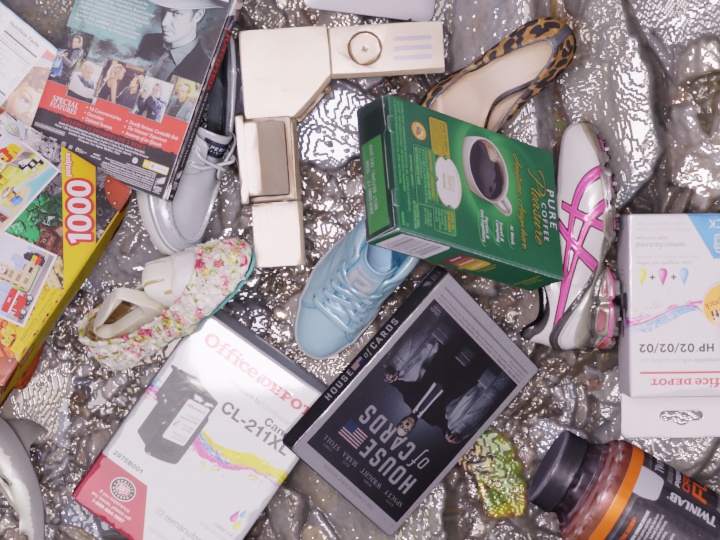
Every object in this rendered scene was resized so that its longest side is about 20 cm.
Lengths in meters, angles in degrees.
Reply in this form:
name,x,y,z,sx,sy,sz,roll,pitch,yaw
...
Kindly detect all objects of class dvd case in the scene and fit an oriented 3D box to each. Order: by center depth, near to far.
name,x,y,z,sx,sy,sz,roll,pitch,yaw
dvd case,-0.186,-0.172,1.497,0.145,0.022,0.201,19,91,21
dvd case,0.045,0.114,1.553,0.200,0.025,0.150,-48,125,-5

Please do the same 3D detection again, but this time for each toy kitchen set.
name,x,y,z,sx,sy,sz,roll,pitch,yaw
toy kitchen set,-0.014,-0.107,1.521,0.179,0.163,0.201,-4,92,-1

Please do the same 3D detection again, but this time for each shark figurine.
name,x,y,z,sx,sy,sz,roll,pitch,yaw
shark figurine,-0.299,0.174,1.571,0.128,0.089,0.215,-38,83,34

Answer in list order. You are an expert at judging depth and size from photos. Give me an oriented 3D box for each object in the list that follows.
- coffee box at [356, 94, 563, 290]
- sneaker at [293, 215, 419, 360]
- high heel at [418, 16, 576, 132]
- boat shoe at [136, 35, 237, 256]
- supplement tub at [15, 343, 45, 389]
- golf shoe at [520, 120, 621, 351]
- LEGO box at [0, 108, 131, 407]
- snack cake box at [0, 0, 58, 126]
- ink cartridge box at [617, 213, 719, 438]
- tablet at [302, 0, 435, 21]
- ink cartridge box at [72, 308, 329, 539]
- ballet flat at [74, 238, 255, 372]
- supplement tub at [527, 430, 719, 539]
name,x,y,z,sx,sy,sz,roll,pitch,yaw
coffee box,0.085,-0.061,1.494,0.199,0.044,0.124,14,63,-40
sneaker,0.000,0.000,1.547,0.074,0.082,0.200,35,108,3
high heel,0.096,-0.141,1.531,0.200,0.143,0.071,-41,91,0
boat shoe,-0.140,-0.111,1.517,0.070,0.071,0.202,4,90,-41
supplement tub,-0.368,0.027,1.539,0.199,0.123,0.123,17,91,-1
golf shoe,0.179,-0.030,1.571,0.092,0.073,0.201,-1,92,0
LEGO box,-0.301,-0.014,1.458,0.148,0.077,0.201,31,65,-2
snack cake box,-0.284,-0.138,1.564,0.200,0.067,0.115,40,89,-2
ink cartridge box,0.286,0.050,1.577,0.114,0.068,0.201,-1,92,-1
tablet,0.018,-0.321,1.557,0.129,0.014,0.201,3,98,-27
ink cartridge box,-0.133,0.150,1.565,0.145,0.083,0.200,35,91,-2
ballet flat,-0.172,0.027,1.522,0.064,0.076,0.200,29,132,-31
supplement tub,0.247,0.217,1.561,0.199,0.107,0.107,30,91,-2
